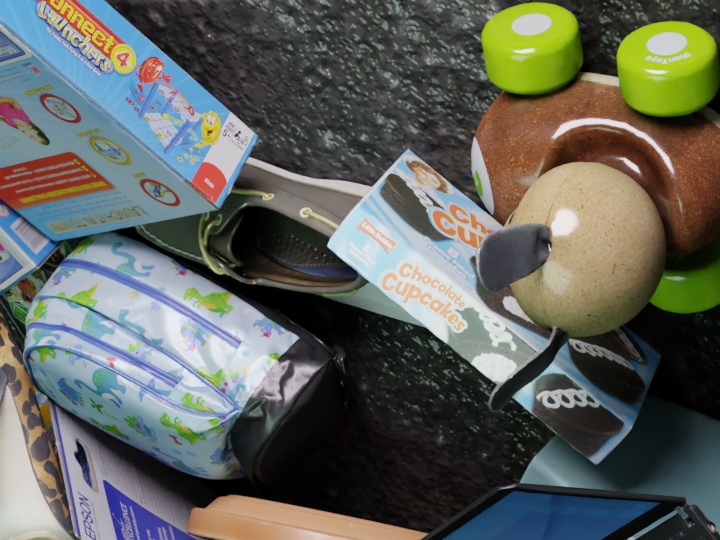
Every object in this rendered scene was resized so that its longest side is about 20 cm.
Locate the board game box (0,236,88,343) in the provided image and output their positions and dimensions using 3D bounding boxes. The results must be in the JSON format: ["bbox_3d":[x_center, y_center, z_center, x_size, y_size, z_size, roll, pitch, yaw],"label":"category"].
[{"bbox_3d":[-0.234,-0.022,1.695,0.105,0.023,0.200,-6,122,42],"label":"board game box"}]

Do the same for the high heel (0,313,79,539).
[{"bbox_3d":[-0.225,0.122,1.663,0.071,0.143,0.200,-10,143,15],"label":"high heel"}]

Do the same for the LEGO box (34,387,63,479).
[{"bbox_3d":[-0.292,0.138,1.783,0.200,0.149,0.077,5,129,34],"label":"LEGO box"}]

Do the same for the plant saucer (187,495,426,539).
[{"bbox_3d":[-0.014,0.179,1.620,0.200,0.032,0.200,11,172,1],"label":"plant saucer"}]

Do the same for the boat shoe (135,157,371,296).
[{"bbox_3d":[-0.065,-0.026,1.533,0.201,0.060,0.072,9,119,30],"label":"boat shoe"}]

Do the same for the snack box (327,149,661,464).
[{"bbox_3d":[0.081,0.018,1.430,0.200,0.116,0.037,39,114,0],"label":"snack box"}]

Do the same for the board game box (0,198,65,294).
[{"bbox_3d":[-0.318,-0.055,1.668,0.200,0.056,0.196,48,139,-10],"label":"board game box"}]

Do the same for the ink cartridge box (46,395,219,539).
[{"bbox_3d":[-0.145,0.179,1.653,0.047,0.198,0.200,-44,122,14],"label":"ink cartridge box"}]

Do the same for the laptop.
[{"bbox_3d":[0.128,0.204,1.377,0.200,0.103,0.177,53,143,4],"label":"laptop"}]

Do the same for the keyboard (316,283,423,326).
[{"bbox_3d":[0.000,0.000,1.557,0.200,0.011,0.056,16,128,24],"label":"keyboard"}]

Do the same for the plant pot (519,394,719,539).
[{"bbox_3d":[0.191,0.174,1.478,0.200,0.141,0.141,38,139,13],"label":"plant pot"}]

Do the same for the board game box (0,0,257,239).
[{"bbox_3d":[-0.196,-0.106,1.493,0.196,0.056,0.200,41,153,-27],"label":"board game box"}]

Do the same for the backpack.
[{"bbox_3d":[-0.122,0.057,1.605,0.200,0.154,0.163,45,167,13],"label":"backpack"}]

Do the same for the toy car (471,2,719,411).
[{"bbox_3d":[0.106,-0.019,1.316,0.158,0.200,0.164,11,131,28],"label":"toy car"}]
